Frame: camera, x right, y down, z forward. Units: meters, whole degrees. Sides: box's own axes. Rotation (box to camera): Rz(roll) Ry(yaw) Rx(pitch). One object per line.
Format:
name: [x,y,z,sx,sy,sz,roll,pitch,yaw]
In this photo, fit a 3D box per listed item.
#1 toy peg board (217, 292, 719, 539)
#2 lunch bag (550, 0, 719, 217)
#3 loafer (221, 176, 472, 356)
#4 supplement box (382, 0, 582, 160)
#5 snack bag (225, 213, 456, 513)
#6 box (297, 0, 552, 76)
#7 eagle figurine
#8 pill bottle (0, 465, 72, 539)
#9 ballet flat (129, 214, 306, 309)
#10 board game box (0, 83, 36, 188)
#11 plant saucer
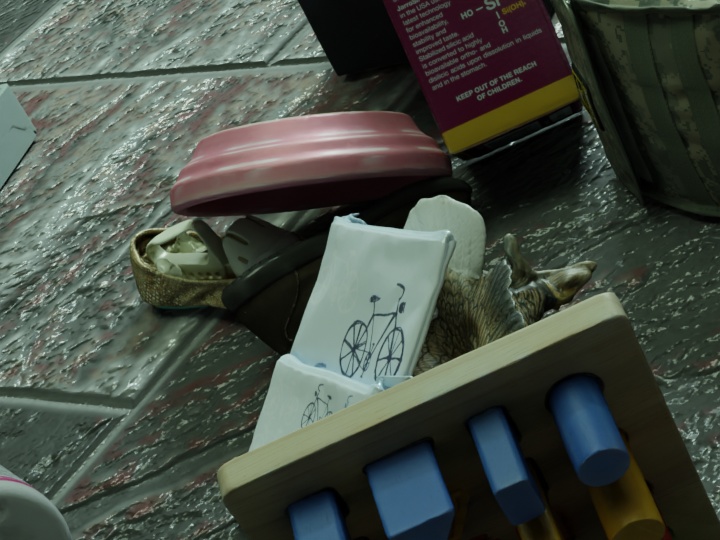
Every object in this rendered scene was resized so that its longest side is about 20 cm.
toy peg board: [0.069,0.142,0.902,0.200,0.199,0.098,-25,44,5]
lunch bag: [0.205,-0.127,1.234,0.118,0.164,0.200,-40,30,-28]
loafer: [0.000,0.000,1.320,0.200,0.071,0.073,-28,-2,-24]
supplement box: [0.074,-0.188,1.375,0.103,0.200,0.131,-24,-1,8]
snack bag: [-0.014,0.062,1.115,0.189,0.021,0.200,12,81,70]
box: [0.071,-0.280,1.641,0.198,0.123,0.200,-7,36,31]
eagle figurine: [0.073,0.064,1.084,0.151,0.152,0.200,8,36,18]
pill bottle: [-0.273,0.162,1.231,0.113,0.113,0.200,-40,30,-21]
ballet flat: [-0.095,-0.006,1.400,0.200,0.065,0.071,-3,36,37]
board game box: [-0.423,-0.091,1.825,0.200,0.064,0.148,-13,32,27]
plant saucer: [-0.037,-0.076,1.367,0.200,0.051,0.201,-8,-3,0]
